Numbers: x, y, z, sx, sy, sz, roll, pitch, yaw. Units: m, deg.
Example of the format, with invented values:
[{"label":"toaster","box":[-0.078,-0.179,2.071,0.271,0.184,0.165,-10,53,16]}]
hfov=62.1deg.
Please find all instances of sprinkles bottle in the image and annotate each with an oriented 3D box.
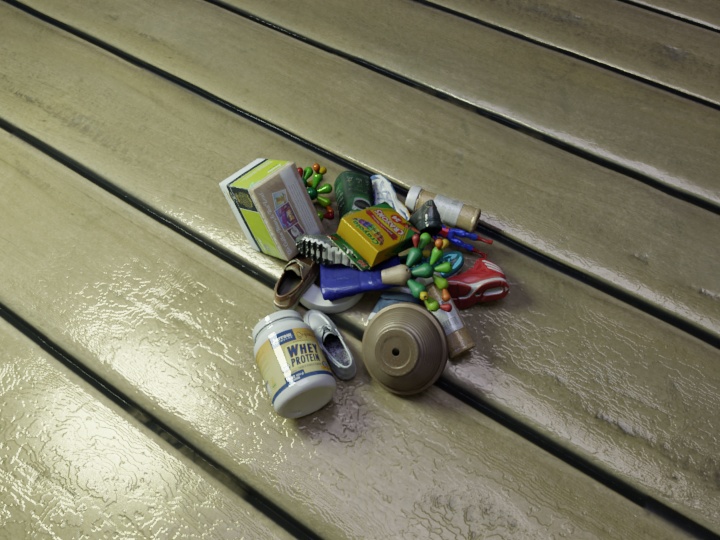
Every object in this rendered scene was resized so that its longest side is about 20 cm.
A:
[{"label":"sprinkles bottle","box":[0.196,0.100,1.402,0.067,0.068,0.202,-21,75,-15]},{"label":"sprinkles bottle","box":[0.221,-0.165,1.611,0.197,0.069,0.069,22,57,14]}]

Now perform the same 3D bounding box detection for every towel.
[{"label":"towel","box":[0.000,0.000,1.456,0.196,0.050,0.149,-11,49,8]}]

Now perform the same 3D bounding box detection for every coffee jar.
[{"label":"coffee jar","box":[-0.013,-0.161,1.582,0.103,0.086,0.203,11,52,-23]}]

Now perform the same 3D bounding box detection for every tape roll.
[{"label":"tape roll","box":[-0.079,0.014,1.512,0.199,0.037,0.206,0,56,0]}]

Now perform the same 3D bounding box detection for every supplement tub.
[{"label":"supplement tub","box":[-0.151,0.203,1.313,0.142,0.145,0.202,-20,57,-14]}]

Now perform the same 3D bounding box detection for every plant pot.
[{"label":"plant pot","box":[0.088,0.173,1.305,0.197,0.092,0.205,-1,88,19]}]

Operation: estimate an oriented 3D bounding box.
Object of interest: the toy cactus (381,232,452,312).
[{"label":"toy cactus","box":[0.128,0.005,1.351,0.162,0.102,0.204,-8,71,5]}]

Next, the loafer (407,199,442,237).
[{"label":"loafer","box":[0.152,-0.118,1.511,0.071,0.200,0.074,3,78,-19]}]

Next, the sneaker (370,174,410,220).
[{"label":"sneaker","box":[0.059,-0.181,1.628,0.087,0.076,0.201,-23,57,-15]}]

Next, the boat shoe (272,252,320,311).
[{"label":"boat shoe","box":[-0.151,0.009,1.449,0.074,0.072,0.202,16,56,11]}]

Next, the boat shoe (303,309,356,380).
[{"label":"boat shoe","box":[-0.074,0.161,1.389,0.071,0.069,0.201,-21,58,-15]}]

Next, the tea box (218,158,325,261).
[{"label":"tea box","box":[-0.220,-0.155,1.489,0.133,0.202,0.195,-38,32,-24]}]

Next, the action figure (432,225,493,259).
[{"label":"action figure","box":[0.237,-0.090,1.537,0.197,0.099,0.066,23,99,13]}]

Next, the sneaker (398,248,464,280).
[{"label":"sneaker","box":[0.170,-0.016,1.509,0.196,0.080,0.078,-10,55,-8]}]

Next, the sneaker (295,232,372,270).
[{"label":"sneaker","box":[-0.056,-0.060,1.437,0.196,0.067,0.091,12,45,6]}]

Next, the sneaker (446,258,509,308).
[{"label":"sneaker","box":[0.266,0.030,1.499,0.196,0.080,0.116,-2,31,7]}]

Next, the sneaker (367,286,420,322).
[{"label":"sneaker","box":[0.129,0.107,1.420,0.198,0.081,0.147,27,63,24]}]

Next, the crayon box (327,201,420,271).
[{"label":"crayon box","box":[0.034,-0.084,1.403,0.127,0.051,0.199,43,43,19]}]

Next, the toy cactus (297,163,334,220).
[{"label":"toy cactus","box":[-0.156,-0.205,1.633,0.162,0.103,0.203,-17,64,0]}]
